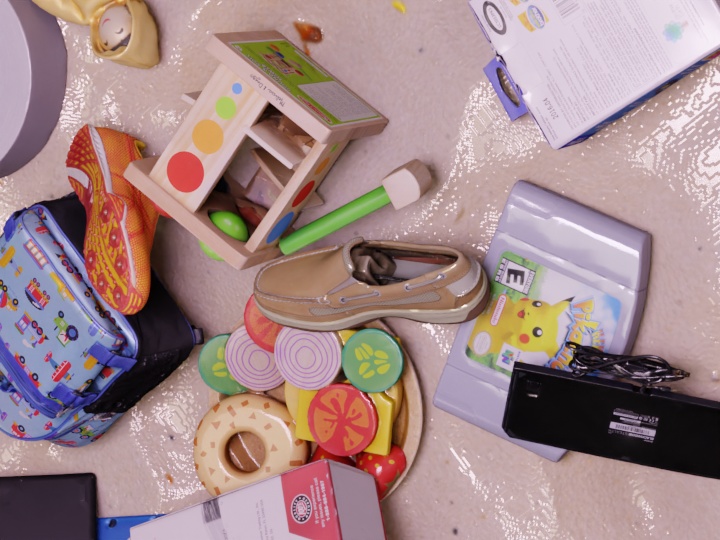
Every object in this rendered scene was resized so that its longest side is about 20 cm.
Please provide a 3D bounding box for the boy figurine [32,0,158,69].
[{"bbox_3d":[-0.231,-0.254,1.729,0.124,0.064,0.200,-26,85,20],"label":"boy figurine"}]

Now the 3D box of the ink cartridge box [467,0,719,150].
[{"bbox_3d":[0.177,-0.184,1.568,0.200,0.076,0.137,-32,84,23],"label":"ink cartridge box"}]

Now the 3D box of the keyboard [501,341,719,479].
[{"bbox_3d":[0.214,0.101,1.598,0.199,0.040,0.104,11,129,4],"label":"keyboard"}]

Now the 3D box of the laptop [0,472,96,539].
[{"bbox_3d":[-0.328,0.289,1.824,0.199,0.116,0.188,-3,65,-3],"label":"laptop"}]

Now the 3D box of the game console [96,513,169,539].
[{"bbox_3d":[-0.187,0.316,1.816,0.199,0.118,0.171,-5,126,23],"label":"game console"}]

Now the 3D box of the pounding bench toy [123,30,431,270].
[{"bbox_3d":[-0.060,-0.069,1.653,0.200,0.124,0.156,39,109,12],"label":"pounding bench toy"}]

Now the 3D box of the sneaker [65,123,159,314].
[{"bbox_3d":[-0.187,-0.046,1.680,0.073,0.077,0.200,-54,35,37],"label":"sneaker"}]

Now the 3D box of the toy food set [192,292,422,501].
[{"bbox_3d":[-0.044,0.111,1.714,0.199,0.049,0.199,9,100,21],"label":"toy food set"}]

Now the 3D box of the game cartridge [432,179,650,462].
[{"bbox_3d":[0.149,0.044,1.636,0.133,0.040,0.200,23,105,13],"label":"game cartridge"}]

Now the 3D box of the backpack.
[{"bbox_3d":[-0.262,0.057,1.743,0.200,0.134,0.183,-43,75,29],"label":"backpack"}]

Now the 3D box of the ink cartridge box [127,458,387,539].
[{"bbox_3d":[-0.078,0.254,1.661,0.200,0.083,0.147,-21,65,26],"label":"ink cartridge box"}]

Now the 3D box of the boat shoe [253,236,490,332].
[{"bbox_3d":[0.000,0.000,1.632,0.199,0.076,0.072,-5,57,22],"label":"boat shoe"}]

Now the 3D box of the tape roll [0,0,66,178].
[{"bbox_3d":[-0.355,-0.173,1.787,0.200,0.066,0.201,3,100,21],"label":"tape roll"}]
